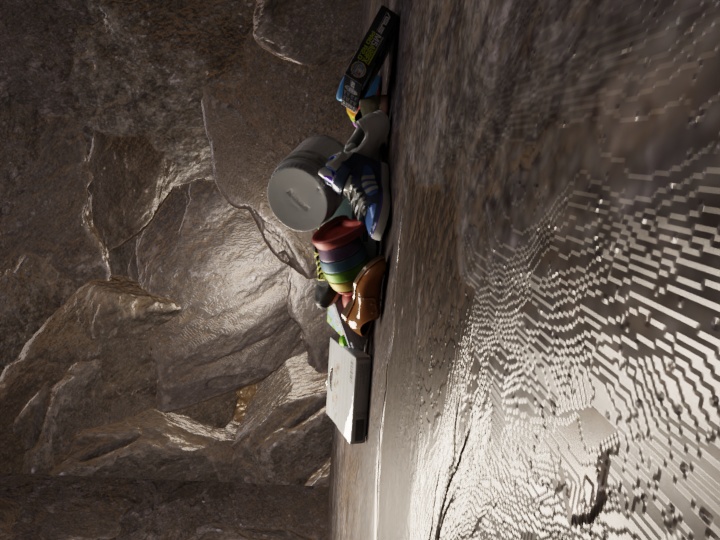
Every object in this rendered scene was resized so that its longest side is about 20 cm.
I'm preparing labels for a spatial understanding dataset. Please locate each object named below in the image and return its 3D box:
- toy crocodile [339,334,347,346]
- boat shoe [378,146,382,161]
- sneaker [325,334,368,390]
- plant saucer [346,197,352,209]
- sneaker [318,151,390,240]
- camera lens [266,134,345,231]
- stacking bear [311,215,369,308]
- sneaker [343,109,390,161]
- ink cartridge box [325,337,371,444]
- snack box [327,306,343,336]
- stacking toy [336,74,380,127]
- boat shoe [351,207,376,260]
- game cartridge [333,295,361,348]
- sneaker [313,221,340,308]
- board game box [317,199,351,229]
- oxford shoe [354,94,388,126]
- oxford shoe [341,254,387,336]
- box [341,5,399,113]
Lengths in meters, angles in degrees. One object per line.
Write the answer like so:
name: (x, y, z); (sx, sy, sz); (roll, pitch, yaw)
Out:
toy crocodile: (-0.014, 0.150, 1.444); (0.066, 0.061, 0.206); (-22, 54, 38)
boat shoe: (0.017, -0.266, 1.292); (0.200, 0.063, 0.074); (-133, 48, -84)
sneaker: (-0.016, 0.236, 1.355); (0.070, 0.079, 0.204); (-29, -31, -57)
plant saucer: (-0.008, -0.212, 1.389); (0.204, 0.038, 0.203); (59, -164, -27)
sneaker: (-0.018, -0.153, 1.065); (0.081, 0.142, 0.205); (113, 164, -51)
camera lens: (-0.105, -0.198, 1.201); (0.201, 0.155, 0.164); (-61, -19, -54)
stacking bear: (-0.022, 0.002, 1.148); (0.120, 0.112, 0.205); (16, 132, 53)
sneaker: (-0.002, -0.246, 1.161); (0.075, 0.087, 0.204); (45, 140, 31)
ink cartridge box: (-0.032, 0.280, 1.286); (0.173, 0.042, 0.207); (-156, 68, -66)
snack box: (-0.043, 0.084, 1.579); (0.142, 0.052, 0.206); (37, 128, 55)
stacking toy: (0.006, -0.434, 1.487); (0.202, 0.106, 0.118); (81, -156, -55)
boat shoe: (0.009, -0.119, 1.227); (0.092, 0.068, 0.206); (-98, 11, -64)
game cartridge: (-0.043, 0.096, 1.298); (0.200, 0.040, 0.137); (-132, 19, -78)
sneaker: (-0.079, -0.017, 1.214); (0.084, 0.073, 0.206); (36, -124, -46)
board game box: (-0.042, -0.167, 1.452); (0.198, 0.025, 0.206); (29, -123, -49)
oxford shoe: (0.020, -0.348, 1.250); (0.200, 0.071, 0.073); (107, 167, -73)
oxford shoe: (0.022, 0.052, 1.056); (0.072, 0.070, 0.203); (48, 142, 26)
box: (0.016, -0.449, 1.166); (0.163, 0.043, 0.200); (-62, 3, -2)
